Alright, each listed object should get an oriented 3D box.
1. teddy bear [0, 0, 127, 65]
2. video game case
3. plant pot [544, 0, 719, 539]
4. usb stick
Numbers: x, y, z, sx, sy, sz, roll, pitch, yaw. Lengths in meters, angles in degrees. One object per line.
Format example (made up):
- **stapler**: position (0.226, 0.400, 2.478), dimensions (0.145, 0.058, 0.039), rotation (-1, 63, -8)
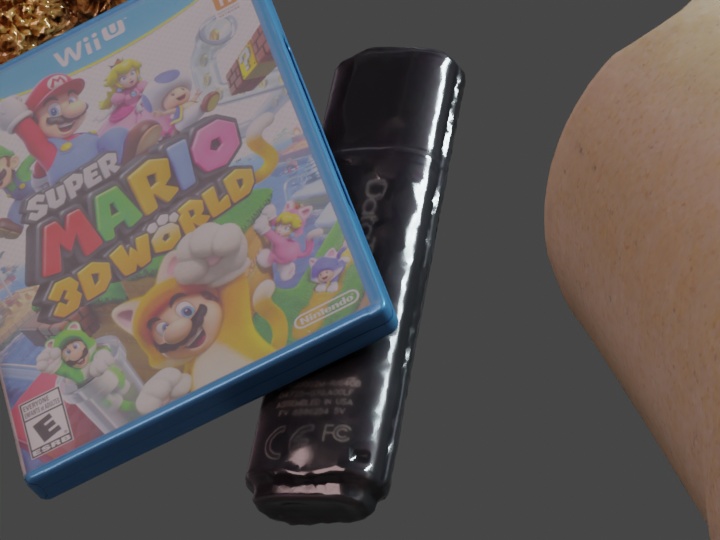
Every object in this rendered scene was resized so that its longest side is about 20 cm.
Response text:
- **teddy bear**: position (-0.112, -0.150, 0.964), dimensions (0.200, 0.067, 0.145), rotation (-34, 44, 2)
- **video game case**: position (-0.080, -0.025, 0.831), dimensions (0.143, 0.018, 0.200), rotation (-26, 50, 6)
- **plant pot**: position (0.150, 0.008, 0.629), dimensions (0.200, 0.201, 0.184), rotation (-38, 35, -1)
- **usb stick**: position (0.000, 0.000, 0.812), dimensions (0.055, 0.033, 0.200), rotation (-2, 55, 20)
